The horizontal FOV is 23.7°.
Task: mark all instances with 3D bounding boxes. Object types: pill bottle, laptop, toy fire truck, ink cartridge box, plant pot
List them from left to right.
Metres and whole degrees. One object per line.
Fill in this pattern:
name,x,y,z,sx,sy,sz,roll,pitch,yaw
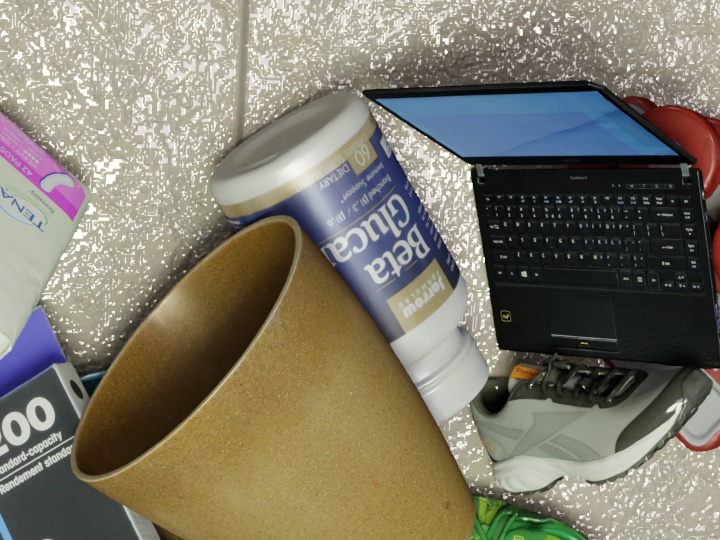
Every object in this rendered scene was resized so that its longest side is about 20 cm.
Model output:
ink cartridge box,-0.238,0.147,1.024,0.197,0.043,0.201,-31,70,1
plant pot,-0.033,0.105,0.991,0.186,0.186,0.200,-46,110,0
pill bottle,0.000,0.000,1.077,0.111,0.111,0.201,-32,107,-5
laptop,0.113,-0.026,1.052,0.103,0.176,0.202,-24,110,-44
toy fire truck,0.204,-0.005,1.110,0.200,0.112,0.168,46,107,17

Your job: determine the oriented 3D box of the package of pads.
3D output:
package of pads,-0.261,-0.047,0.981,0.200,0.155,0.068,41,126,-18

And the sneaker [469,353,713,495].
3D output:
sneaker,0.139,0.090,1.096,0.074,0.199,0.080,-38,100,-38

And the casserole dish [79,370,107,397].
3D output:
casserole dish,-0.114,0.120,1.114,0.198,0.039,0.122,3,102,-13

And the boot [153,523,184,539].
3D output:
boot,-0.096,0.152,1.055,0.199,0.097,0.075,31,96,-17

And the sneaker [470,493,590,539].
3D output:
sneaker,0.083,0.181,1.145,0.198,0.083,0.075,12,80,-19
